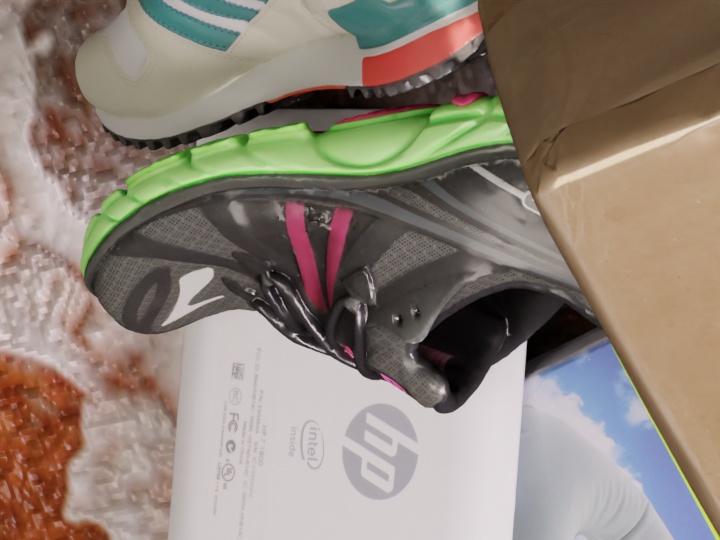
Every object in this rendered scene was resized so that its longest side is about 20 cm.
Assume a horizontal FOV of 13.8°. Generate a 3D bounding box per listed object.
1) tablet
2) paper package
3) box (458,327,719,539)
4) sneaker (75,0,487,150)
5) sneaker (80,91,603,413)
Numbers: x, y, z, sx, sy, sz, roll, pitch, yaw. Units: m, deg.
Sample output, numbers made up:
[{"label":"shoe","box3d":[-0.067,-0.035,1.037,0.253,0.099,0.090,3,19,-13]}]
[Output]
[{"label":"tablet","box3d":[-0.007,0.052,0.883,0.130,0.014,0.201,3,88,39]},{"label":"paper package","box3d":[0.152,-0.013,0.696,0.190,0.104,0.200,-23,124,15]},{"label":"box","box3d":[0.097,0.070,0.862,0.200,0.048,0.122,-28,92,34]},{"label":"sneaker","box3d":[-0.023,-0.094,0.834,0.200,0.070,0.094,-7,109,54]},{"label":"sneaker","box3d":[0.000,0.000,0.826,0.200,0.077,0.084,-8,87,38]}]
